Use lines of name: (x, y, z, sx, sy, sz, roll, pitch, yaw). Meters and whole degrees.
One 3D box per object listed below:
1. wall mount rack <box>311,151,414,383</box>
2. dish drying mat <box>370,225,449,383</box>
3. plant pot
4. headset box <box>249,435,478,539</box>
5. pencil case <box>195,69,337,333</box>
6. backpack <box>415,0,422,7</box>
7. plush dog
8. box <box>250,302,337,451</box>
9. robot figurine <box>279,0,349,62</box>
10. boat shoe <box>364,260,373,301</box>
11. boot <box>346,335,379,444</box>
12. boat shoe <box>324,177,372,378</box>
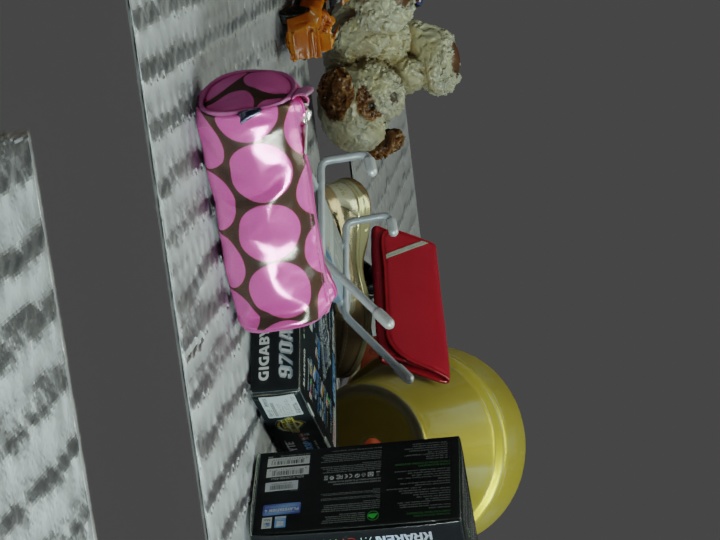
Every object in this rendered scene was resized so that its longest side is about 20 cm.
wall mount rack: (0.000, 0.000, 1.446, 0.200, 0.074, 0.176, 67, 18, -61)
dish drying mat: (0.049, 0.029, 1.618, 0.018, 0.076, 0.201, -58, -159, 33)
plant pot: (0.042, 0.175, 1.597, 0.188, 0.198, 0.204, 8, 77, -66)
headset box: (0.012, 0.245, 1.360, 0.093, 0.172, 0.202, -87, 169, -49)
pencil case: (-0.068, -0.051, 1.270, 0.091, 0.092, 0.202, -81, 164, -59)
backpack: (0.024, -0.429, 1.980, 0.201, 0.152, 0.192, 71, 6, -48)
plush dog: (0.002, -0.216, 1.811, 0.200, 0.159, 0.174, 41, 60, -53)
box: (-0.057, 0.051, 1.443, 0.159, 0.045, 0.202, 69, 17, -60)
robot figurine: (-0.048, -0.292, 1.667, 0.201, 0.057, 0.147, -77, 161, -63)
boat shoe: (-0.009, 0.018, 1.706, 0.072, 0.067, 0.202, -83, 165, -56)
boot: (0.033, 0.149, 1.791, 0.076, 0.106, 0.202, 78, 12, -46)
boat shoe: (-0.034, 0.012, 1.598, 0.064, 0.071, 0.203, -16, 112, -46)
